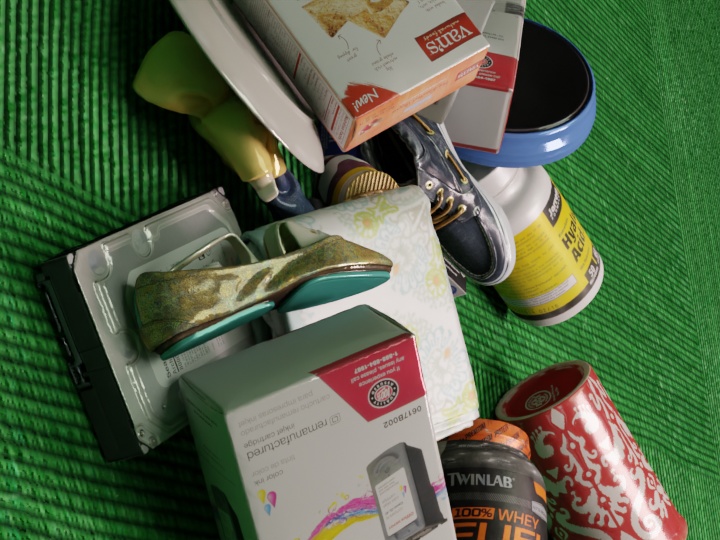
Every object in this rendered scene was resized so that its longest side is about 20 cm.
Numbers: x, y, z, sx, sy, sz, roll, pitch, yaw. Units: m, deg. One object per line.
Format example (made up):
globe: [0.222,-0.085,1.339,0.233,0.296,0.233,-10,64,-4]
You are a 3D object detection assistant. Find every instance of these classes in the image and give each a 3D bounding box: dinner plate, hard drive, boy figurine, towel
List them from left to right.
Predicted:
hard drive: [-0.131,0.031,1.013,0.200,0.038,0.141,-31,103,-60]
boy figurine: [-0.092,-0.090,1.099,0.200,0.064,0.124,50,2,-34]
dinner plate: [-0.084,-0.159,1.112,0.201,0.024,0.200,52,8,-10]
towel: [0.002,0.049,1.099,0.171,0.048,0.201,-18,95,-41]

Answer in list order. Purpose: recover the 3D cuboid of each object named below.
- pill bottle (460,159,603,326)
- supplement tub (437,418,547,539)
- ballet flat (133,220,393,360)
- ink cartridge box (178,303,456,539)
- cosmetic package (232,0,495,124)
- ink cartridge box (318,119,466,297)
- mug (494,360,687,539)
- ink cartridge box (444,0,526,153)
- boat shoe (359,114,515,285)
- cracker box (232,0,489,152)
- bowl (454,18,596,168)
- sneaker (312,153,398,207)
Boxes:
pill bottle: [0.158,-0.045,1.486,0.200,0.111,0.112,51,36,-35]
supplement tub: [0.096,0.234,1.221,0.122,0.122,0.201,37,45,-47]
ballet flat: [-0.064,0.002,0.987,0.199,0.071,0.071,-18,92,-34]
ink cartridge box: [-0.022,0.144,0.987,0.147,0.085,0.201,-22,112,-22]
cosmetic package: [0.004,-0.220,1.246,0.199,0.052,0.151,25,42,0]
ink cartridge box: [0.032,-0.057,1.336,0.200,0.044,0.095,40,41,-46]
mug: [0.215,0.202,1.486,0.133,0.177,0.201,-35,106,-22]
ink cartridge box: [0.077,-0.217,1.380,0.084,0.143,0.201,98,4,-48]
boat shoe: [0.062,-0.062,1.279,0.201,0.071,0.091,58,30,-10]
cracker box: [-0.011,-0.210,1.149,0.133,0.058,0.201,-31,76,-22]
bowl: [0.136,-0.183,1.442,0.040,0.199,0.201,98,5,-47]
sneaker: [0.000,0.000,1.224,0.074,0.090,0.201,-13,115,-24]
